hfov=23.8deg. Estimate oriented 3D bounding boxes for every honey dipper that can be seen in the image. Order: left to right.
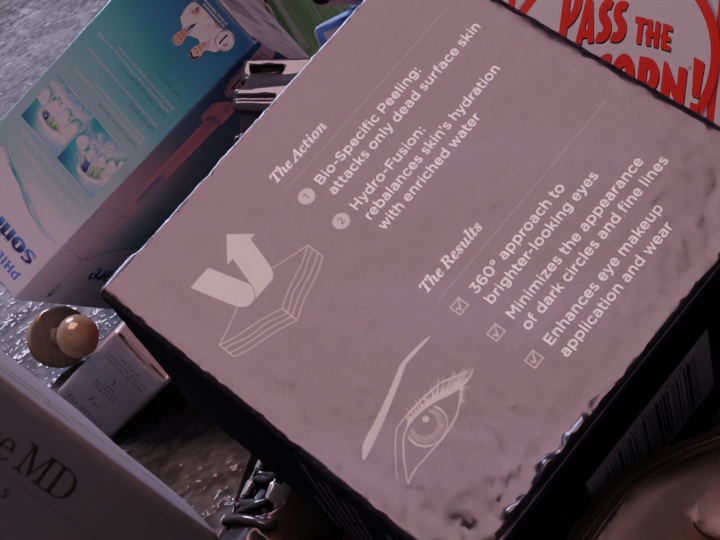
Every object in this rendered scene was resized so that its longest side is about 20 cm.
[{"bbox_3d":[-0.166,0.036,0.969,0.038,0.038,0.200,-34,5,-14],"label":"honey dipper"}]

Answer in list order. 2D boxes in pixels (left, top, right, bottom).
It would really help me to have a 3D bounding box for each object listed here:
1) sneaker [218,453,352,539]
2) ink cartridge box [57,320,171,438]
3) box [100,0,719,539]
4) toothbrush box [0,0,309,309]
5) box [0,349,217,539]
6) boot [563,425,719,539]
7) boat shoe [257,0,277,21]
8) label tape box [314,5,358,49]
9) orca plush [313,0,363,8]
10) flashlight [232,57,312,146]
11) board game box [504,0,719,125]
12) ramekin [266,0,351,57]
[{"bbox_3d":[-0.030,0.090,0.779,0.077,0.082,0.200,4,40,46],"label":"sneaker"},{"bbox_3d":[-0.067,-0.011,0.958,0.176,0.045,0.200,-39,10,50],"label":"ink cartridge box"},{"bbox_3d":[0.040,0.011,0.690,0.199,0.118,0.197,35,77,27],"label":"box"},{"bbox_3d":[-0.128,-0.076,0.998,0.200,0.085,0.146,-47,-14,10],"label":"toothbrush box"},{"bbox_3d":[-0.212,0.104,0.751,0.172,0.199,0.199,-53,33,-9],"label":"box"},{"bbox_3d":[0.144,0.102,0.609,0.200,0.075,0.097,-39,26,-26],"label":"boot"},{"bbox_3d":[-0.079,-0.142,1.100,0.070,0.202,0.063,-16,6,-1],"label":"boat shoe"},{"bbox_3d":[0.063,-0.141,1.099,0.143,0.064,0.200,-23,-6,9],"label":"label tape box"},{"bbox_3d":[0.004,-0.195,1.060,0.105,0.072,0.199,-27,-7,42],"label":"orca plush"},{"bbox_3d":[0.033,-0.069,0.884,0.197,0.068,0.068,0,47,17],"label":"flashlight"},{"bbox_3d":[0.117,-0.063,0.792,0.150,0.046,0.203,3,78,23],"label":"board game box"},{"bbox_3d":[-0.081,-0.172,1.223,0.199,0.098,0.200,-31,14,9],"label":"ramekin"}]
